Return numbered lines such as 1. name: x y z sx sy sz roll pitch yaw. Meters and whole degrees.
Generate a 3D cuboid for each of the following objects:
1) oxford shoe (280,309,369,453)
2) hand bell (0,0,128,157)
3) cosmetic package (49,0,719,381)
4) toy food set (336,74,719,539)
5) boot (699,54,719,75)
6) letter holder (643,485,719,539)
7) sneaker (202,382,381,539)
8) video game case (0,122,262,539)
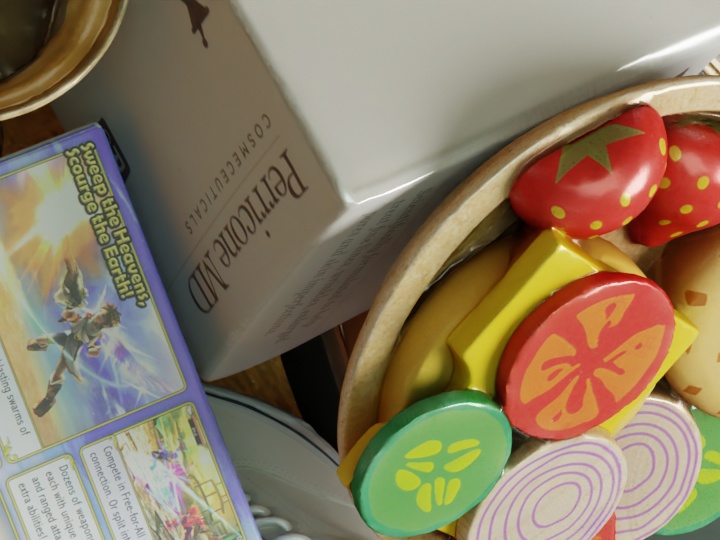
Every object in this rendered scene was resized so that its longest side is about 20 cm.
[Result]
1. oxford shoe: 0.000 0.000 0.865 0.071 0.071 0.202 -14 97 -19
2. hand bell: -0.135 -0.066 0.757 0.103 0.200 0.105 3 74 -9
3. cosmetic package: -0.012 -0.103 0.758 0.164 0.165 0.201 -24 79 -27
4. toy food set: 0.081 0.028 0.716 0.198 0.049 0.200 -50 138 12
5. boot: 0.096 -0.038 0.888 0.199 0.077 0.139 28 92 -15
6. letter holder: 0.154 0.101 0.868 0.200 0.142 0.101 38 85 -4
7. sneaker: -0.023 0.100 0.811 0.199 0.071 0.073 29 97 18
8. video game case: -0.133 0.078 0.727 0.180 0.045 0.201 -22 95 -15
